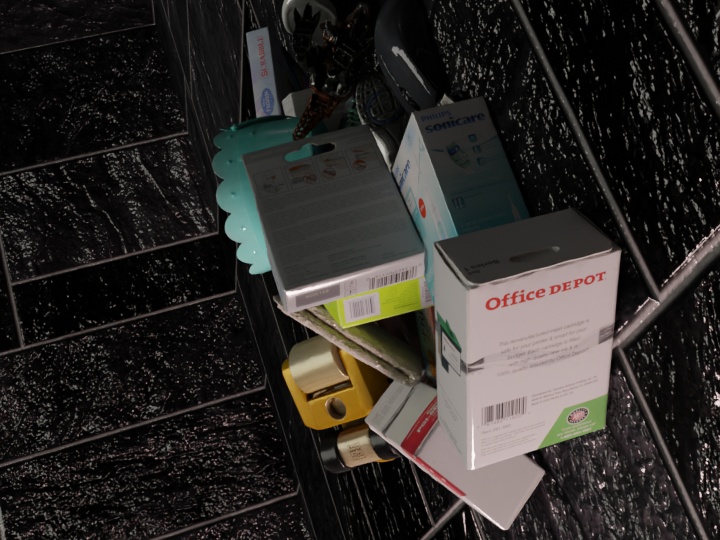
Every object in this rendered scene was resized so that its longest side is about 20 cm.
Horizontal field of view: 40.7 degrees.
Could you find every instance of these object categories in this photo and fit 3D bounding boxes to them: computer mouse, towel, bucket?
[{"bbox_3d":[0.057,-0.228,1.106,0.139,0.052,0.203,113,140,-68],"label":"computer mouse"},{"bbox_3d":[-0.012,0.074,1.169,0.198,0.035,0.133,32,-173,1],"label":"towel"},{"bbox_3d":[-0.100,-0.107,1.299,0.207,0.132,0.211,-11,-90,-80],"label":"bucket"}]

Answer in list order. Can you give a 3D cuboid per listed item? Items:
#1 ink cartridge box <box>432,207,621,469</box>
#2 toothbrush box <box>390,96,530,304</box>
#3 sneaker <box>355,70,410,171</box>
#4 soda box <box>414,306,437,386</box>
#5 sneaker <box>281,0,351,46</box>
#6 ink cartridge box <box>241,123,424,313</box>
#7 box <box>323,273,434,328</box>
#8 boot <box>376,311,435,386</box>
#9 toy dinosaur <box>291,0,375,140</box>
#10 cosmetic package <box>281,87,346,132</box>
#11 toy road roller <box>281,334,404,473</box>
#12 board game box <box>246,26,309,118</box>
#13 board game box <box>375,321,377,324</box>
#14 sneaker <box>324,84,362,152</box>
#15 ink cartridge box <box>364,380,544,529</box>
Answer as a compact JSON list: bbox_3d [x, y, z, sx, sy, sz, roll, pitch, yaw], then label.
[{"bbox_3d":[0.144,0.060,0.863,0.085,0.143,0.203,-123,24,-54],"label":"ink cartridge box"},{"bbox_3d":[0.108,-0.053,1.013,0.147,0.084,0.203,112,143,-68],"label":"toothbrush box"},{"bbox_3d":[0.041,-0.155,1.206,0.087,0.073,0.203,97,156,-69],"label":"sneaker"},{"bbox_3d":[0.101,0.037,1.166,0.068,0.062,0.204,-145,44,-70],"label":"soda box"},{"bbox_3d":[-0.063,-0.364,1.277,0.200,0.069,0.101,-2,-102,-72],"label":"sneaker"},{"bbox_3d":[-0.034,-0.062,1.073,0.048,0.157,0.202,89,163,-54],"label":"ink cartridge box"},{"bbox_3d":[0.000,0.000,1.149,0.200,0.120,0.049,-134,35,-64],"label":"box"},{"bbox_3d":[0.038,0.055,1.290,0.167,0.072,0.201,50,-174,-27],"label":"boot"},{"bbox_3d":[-0.029,-0.250,1.206,0.136,0.100,0.204,76,-162,-70],"label":"toy dinosaur"},{"bbox_3d":[-0.042,-0.168,1.437,0.090,0.105,0.204,177,78,-76],"label":"cosmetic package"},{"bbox_3d":[0.000,0.165,1.318,0.122,0.146,0.203,-21,98,33],"label":"toy road roller"},{"bbox_3d":[-0.117,-0.251,1.550,0.199,0.040,0.204,38,-138,-69],"label":"board game box"},{"bbox_3d":[0.051,0.146,1.478,0.166,0.056,0.203,113,140,-70],"label":"board game box"},{"bbox_3d":[-0.008,-0.189,1.267,0.201,0.073,0.089,-85,-1,-64],"label":"sneaker"},{"bbox_3d":[0.105,0.206,1.146,0.146,0.083,0.200,40,172,-14],"label":"ink cartridge box"}]
